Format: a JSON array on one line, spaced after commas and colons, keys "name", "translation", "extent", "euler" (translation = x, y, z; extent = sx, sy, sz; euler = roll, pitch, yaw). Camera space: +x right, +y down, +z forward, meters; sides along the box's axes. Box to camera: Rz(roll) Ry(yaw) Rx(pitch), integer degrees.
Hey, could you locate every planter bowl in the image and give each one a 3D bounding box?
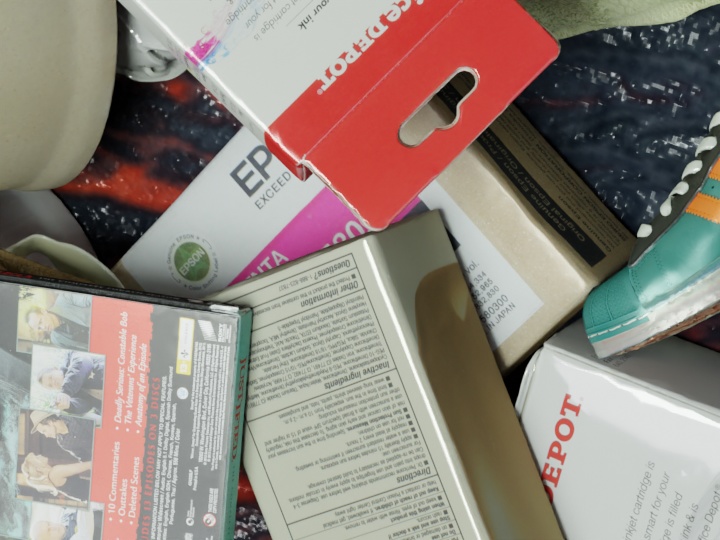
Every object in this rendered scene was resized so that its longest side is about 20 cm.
[{"name": "planter bowl", "translation": [-0.215, -0.123, 1.220], "extent": [0.200, 0.134, 0.201], "euler": [28, 125, 51]}]

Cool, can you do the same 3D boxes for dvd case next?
[{"name": "dvd case", "translation": [-0.147, 0.072, 1.171], "extent": [0.199, 0.022, 0.146], "euler": [7, 102, 15]}]

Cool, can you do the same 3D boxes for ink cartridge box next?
[{"name": "ink cartridge box", "translation": [-0.026, -0.120, 1.124], "extent": [0.116, 0.067, 0.200], "euler": [-44, 88, -4]}, {"name": "ink cartridge box", "translation": [0.162, 0.122, 1.190], "extent": [0.200, 0.086, 0.147], "euler": [22, 112, 20]}, {"name": "ink cartridge box", "translation": [0.000, 0.000, 1.238], "extent": [0.165, 0.075, 0.200], "euler": [47, 118, 5]}]

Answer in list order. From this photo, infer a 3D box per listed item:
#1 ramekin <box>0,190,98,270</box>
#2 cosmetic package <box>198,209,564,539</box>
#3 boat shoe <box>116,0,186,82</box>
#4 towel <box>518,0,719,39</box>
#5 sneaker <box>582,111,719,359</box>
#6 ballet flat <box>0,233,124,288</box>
[{"name": "ramekin", "translation": [-0.228, 0.039, 1.338], "extent": [0.200, 0.098, 0.201], "euler": [6, 106, 23]}, {"name": "cosmetic package", "translation": [0.014, 0.086, 1.165], "extent": [0.105, 0.071, 0.201], "euler": [-19, 92, 29]}, {"name": "boat shoe", "translation": [-0.095, -0.119, 1.238], "extent": [0.200, 0.073, 0.066], "euler": [30, 120, 42]}, {"name": "towel", "translation": [0.088, -0.170, 1.119], "extent": [0.148, 0.037, 0.200], "euler": [-13, 136, 25]}, {"name": "sneaker", "translation": [0.167, -0.042, 1.145], "extent": [0.200, 0.071, 0.080], "euler": [-36, 81, 8]}, {"name": "ballet flat", "translation": [-0.169, 0.005, 1.228], "extent": [0.199, 0.072, 0.068], "euler": [20, 134, 4]}]
